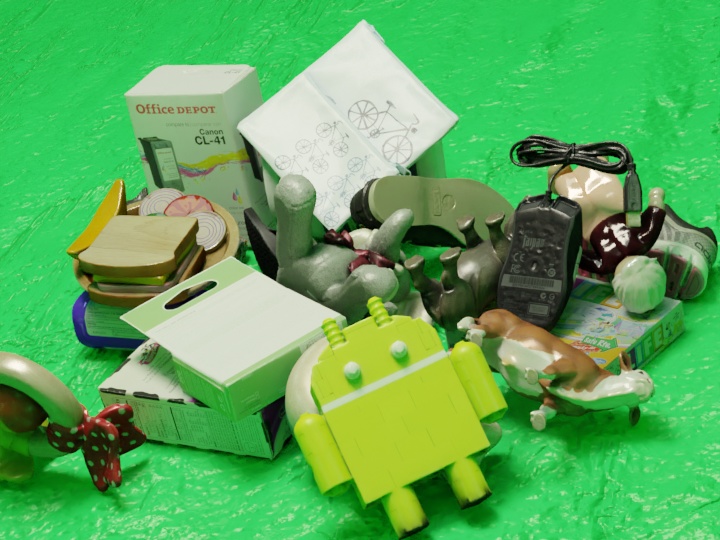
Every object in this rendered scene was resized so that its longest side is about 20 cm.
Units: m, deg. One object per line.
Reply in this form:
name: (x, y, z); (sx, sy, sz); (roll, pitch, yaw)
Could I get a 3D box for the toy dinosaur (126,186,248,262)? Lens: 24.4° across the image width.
toy dinosaur: (-0.222, -0.025, 1.887); (0.135, 0.103, 0.199); (27, 8, 37)

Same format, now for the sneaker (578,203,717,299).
sneaker: (0.283, -0.030, 1.719); (0.198, 0.075, 0.087); (16, 39, 35)

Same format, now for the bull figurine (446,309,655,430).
bull figurine: (0.165, 0.091, 1.495); (0.199, 0.066, 0.121); (23, 19, 36)

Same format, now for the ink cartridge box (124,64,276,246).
ink cartridge box: (-0.182, -0.135, 1.975); (0.146, 0.202, 0.086); (2, 30, 28)

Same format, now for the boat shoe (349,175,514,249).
boat shoe: (0.083, -0.062, 1.811); (0.199, 0.075, 0.063); (8, -13, -29)

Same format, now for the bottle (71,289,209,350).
bottle: (-0.211, 0.051, 1.787); (0.198, 0.066, 0.083); (3, 23, 28)

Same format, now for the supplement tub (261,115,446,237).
supplement tub: (-0.005, -0.118, 1.926); (0.197, 0.147, 0.145); (-9, 28, 9)

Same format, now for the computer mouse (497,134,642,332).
computer mouse: (0.207, -0.031, 1.607); (0.139, 0.203, 0.046); (0, -12, 28)

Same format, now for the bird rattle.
bird rattle: (-0.309, 0.144, 1.574); (0.198, 0.164, 0.113); (1, 47, 43)

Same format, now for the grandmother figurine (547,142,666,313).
grandmother figurine: (0.251, -0.040, 1.642); (0.121, 0.060, 0.201); (-37, 44, 20)

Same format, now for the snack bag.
snack bag: (-0.012, -0.163, 1.855); (0.199, 0.021, 0.189); (-39, 65, -5)

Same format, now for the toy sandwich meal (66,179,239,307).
toy sandwich meal: (-0.225, -0.034, 1.774); (0.202, 0.071, 0.206); (-6, 39, 5)

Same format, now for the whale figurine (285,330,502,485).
whale figurine: (0.027, 0.141, 1.508); (0.198, 0.104, 0.160); (23, 54, 15)

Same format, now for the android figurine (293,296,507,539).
android figurine: (0.032, 0.122, 1.435); (0.180, 0.202, 0.041); (-22, -14, -9)

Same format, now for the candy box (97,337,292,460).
candy box: (-0.140, 0.114, 1.645); (0.198, 0.062, 0.136); (6, 34, 30)

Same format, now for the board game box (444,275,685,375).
board game box: (0.199, 0.055, 1.635); (0.199, 0.035, 0.134); (15, 38, 42)

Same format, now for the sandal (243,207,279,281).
sandal: (-0.076, -0.011, 1.843); (0.045, 0.076, 0.200); (-25, 37, -17)

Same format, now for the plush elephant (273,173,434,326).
plush elephant: (0.000, 0.000, 1.684); (0.154, 0.201, 0.165); (-28, 59, -37)

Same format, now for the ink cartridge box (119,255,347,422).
ink cartridge box: (-0.122, 0.063, 1.614); (0.145, 0.048, 0.199); (-29, 32, -28)

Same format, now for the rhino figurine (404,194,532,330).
rhino figurine: (0.128, -0.013, 1.659); (0.059, 0.088, 0.199); (8, 35, 45)
